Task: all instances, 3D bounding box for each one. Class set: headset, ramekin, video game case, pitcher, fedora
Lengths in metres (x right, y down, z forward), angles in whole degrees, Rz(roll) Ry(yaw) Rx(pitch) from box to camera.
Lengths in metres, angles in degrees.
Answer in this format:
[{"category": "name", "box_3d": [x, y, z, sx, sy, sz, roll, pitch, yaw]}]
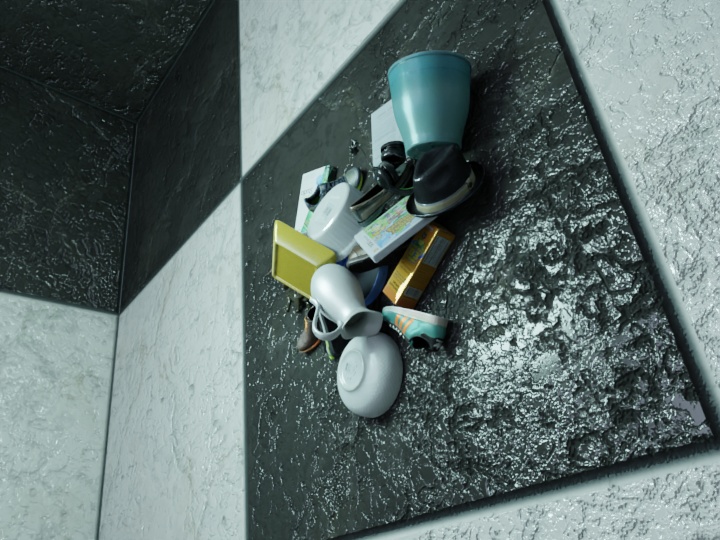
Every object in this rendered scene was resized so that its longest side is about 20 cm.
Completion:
[{"category": "headset", "box_3d": [0.069, -0.260, 1.377, 0.094, 0.195, 0.126, 91, -160, -74]}, {"category": "ramekin", "box_3d": [-0.056, -0.135, 1.531, 0.200, 0.097, 0.203, -41, 28, 27]}, {"category": "video game case", "box_3d": [0.086, -0.109, 1.334, 0.198, 0.022, 0.182, -37, 23, -1]}, {"category": "pitcher", "box_3d": [-0.063, 0.080, 1.372, 0.201, 0.168, 0.124, 51, 142, 41]}, {"category": "fedora", "box_3d": [0.171, -0.207, 1.250, 0.196, 0.093, 0.203, -23, 30, 14]}]

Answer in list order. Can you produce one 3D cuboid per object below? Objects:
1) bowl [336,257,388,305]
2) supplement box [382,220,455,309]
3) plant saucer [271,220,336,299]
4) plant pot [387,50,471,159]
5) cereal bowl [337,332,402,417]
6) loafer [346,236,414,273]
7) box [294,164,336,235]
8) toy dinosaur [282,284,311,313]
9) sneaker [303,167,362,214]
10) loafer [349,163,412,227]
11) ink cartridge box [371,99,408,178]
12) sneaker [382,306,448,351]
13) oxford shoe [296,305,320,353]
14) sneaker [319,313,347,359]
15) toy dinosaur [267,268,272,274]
[{"category": "bowl", "box_3d": [0.000, 0.000, 1.506, 0.198, 0.039, 0.207, -24, 59, 46]}, {"category": "supplement box", "box_3d": [0.133, -0.014, 1.320, 0.203, 0.068, 0.067, -60, 41, 12]}, {"category": "plant saucer", "box_3d": [-0.166, -0.009, 1.548, 0.197, 0.049, 0.203, 29, 140, 14]}, {"category": "plant pot", "box_3d": [0.162, -0.366, 1.323, 0.197, 0.196, 0.194, -10, 78, 49]}, {"category": "cereal bowl", "box_3d": [0.007, 0.244, 1.371, 0.198, 0.082, 0.206, -22, 61, 45]}, {"category": "loafer", "box_3d": [0.054, -0.054, 1.387, 0.194, 0.073, 0.073, -12, 59, 19]}, {"category": "box", "box_3d": [-0.140, -0.210, 1.765, 0.142, 0.036, 0.206, -8, 72, 50]}, {"category": "toy dinosaur", "box_3d": [-0.178, 0.071, 1.677, 0.198, 0.075, 0.106, 3, 92, 56]}, {"category": "sneaker", "box_3d": [-0.077, -0.224, 1.634, 0.199, 0.080, 0.075, -38, 57, 18]}, {"category": "loafer", "box_3d": [0.052, -0.200, 1.434, 0.201, 0.063, 0.071, -50, 25, -13]}, {"category": "ink cartridge box", "box_3d": [0.105, -0.364, 1.507, 0.197, 0.040, 0.206, -23, 61, 46]}, {"category": "sneaker", "box_3d": [0.111, 0.130, 1.290, 0.198, 0.070, 0.082, 7, 83, 54]}, {"category": "oxford shoe", "box_3d": [-0.133, 0.146, 1.592, 0.202, 0.072, 0.072, -56, 41, 22]}, {"category": "sneaker", "box_3d": [-0.090, 0.133, 1.510, 0.082, 0.070, 0.207, -8, 91, 56]}, {"category": "toy dinosaur", "box_3d": [-0.184, -0.012, 1.658, 0.136, 0.193, 0.089, -69, -22, -74]}]
